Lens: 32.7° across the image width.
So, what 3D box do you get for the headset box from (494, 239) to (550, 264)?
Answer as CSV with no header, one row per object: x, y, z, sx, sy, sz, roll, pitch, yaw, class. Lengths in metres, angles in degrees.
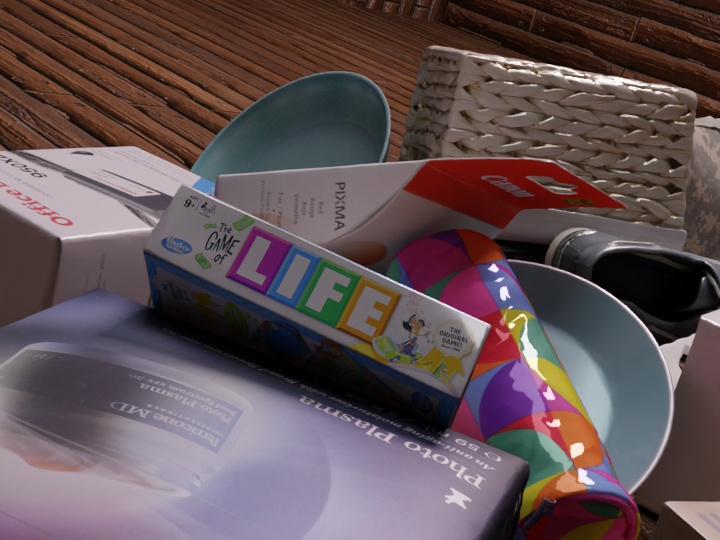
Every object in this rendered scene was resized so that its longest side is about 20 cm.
0.070,-0.004,0.945,0.147,0.076,0.199,1,14,-39,headset box

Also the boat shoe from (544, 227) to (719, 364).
0.222,0.025,0.831,0.198,0.074,0.062,20,1,-13,boat shoe

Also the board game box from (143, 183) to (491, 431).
-0.024,0.051,0.547,0.133,0.034,0.201,24,-26,7,board game box

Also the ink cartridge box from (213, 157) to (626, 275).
0.038,-0.025,0.710,0.198,0.051,0.162,1,-5,26,ink cartridge box

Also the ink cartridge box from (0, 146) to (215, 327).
-0.171,-0.016,0.778,0.144,0.085,0.199,25,19,28,ink cartridge box

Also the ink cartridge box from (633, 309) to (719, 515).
0.269,0.105,0.731,0.199,0.127,0.128,27,19,32,ink cartridge box

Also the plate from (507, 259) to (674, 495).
0.079,0.073,0.705,0.197,0.026,0.202,-3,47,3,plate

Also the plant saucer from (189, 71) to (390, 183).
-0.055,-0.064,0.929,0.200,0.200,0.036,36,-10,49,plant saucer

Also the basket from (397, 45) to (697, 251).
0.132,-0.088,0.899,0.197,0.125,0.136,7,11,-12,basket

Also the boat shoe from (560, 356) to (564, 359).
0.144,0.067,0.827,0.061,0.076,0.199,27,18,29,boat shoe

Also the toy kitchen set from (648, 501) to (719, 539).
0.259,0.145,0.529,0.198,0.165,0.180,6,19,-31,toy kitchen set

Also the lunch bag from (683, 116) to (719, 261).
0.278,-0.042,1.084,0.163,0.202,0.117,0,23,-42,lunch bag

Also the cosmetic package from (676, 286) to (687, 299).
0.279,0.056,0.948,0.199,0.051,0.083,26,11,-28,cosmetic package

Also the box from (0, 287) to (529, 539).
-0.067,0.110,0.409,0.198,0.125,0.198,20,18,15,box

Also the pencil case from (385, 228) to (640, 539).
0.070,0.070,0.636,0.087,0.089,0.201,8,39,-26,pencil case
